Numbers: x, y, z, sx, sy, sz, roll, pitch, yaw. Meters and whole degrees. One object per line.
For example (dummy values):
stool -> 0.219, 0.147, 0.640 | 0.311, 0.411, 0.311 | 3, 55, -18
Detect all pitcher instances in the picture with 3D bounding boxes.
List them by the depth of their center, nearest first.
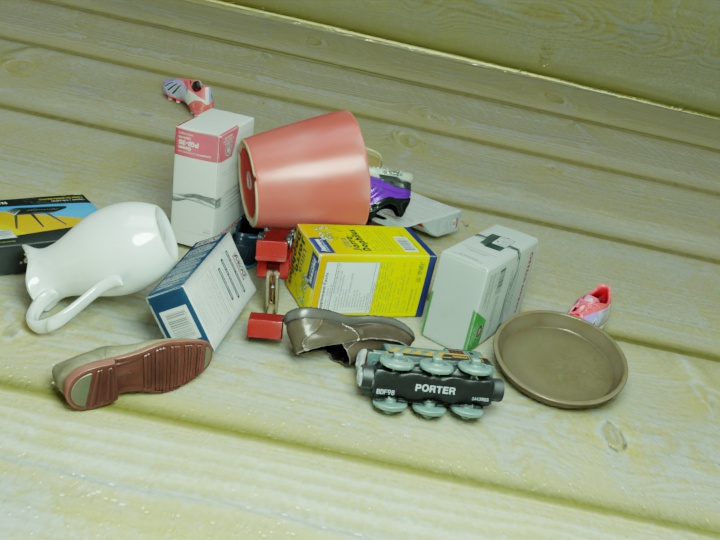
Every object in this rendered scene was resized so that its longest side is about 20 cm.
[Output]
pitcher -> -0.350, -0.001, 1.276 | 0.199, 0.121, 0.172 | -19, 43, 3

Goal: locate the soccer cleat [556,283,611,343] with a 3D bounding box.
soccer cleat -> 0.353, 0.079, 1.536 | 0.068, 0.073, 0.200 | 26, 28, 25

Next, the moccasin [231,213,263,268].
moccasin -> -0.168, -0.068, 1.599 | 0.080, 0.068, 0.200 | 13, 25, 0

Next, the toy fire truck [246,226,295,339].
toy fire truck -> -0.128, 0.015, 1.392 | 0.049, 0.142, 0.200 | 4, 9, -1

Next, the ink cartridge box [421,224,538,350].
ink cartridge box -> 0.189, 0.024, 1.488 | 0.083, 0.147, 0.200 | 24, 26, 26

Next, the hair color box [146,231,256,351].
hair color box -> -0.214, 0.032, 1.312 | 0.060, 0.100, 0.200 | -17, 18, 17

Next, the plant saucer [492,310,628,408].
plant saucer -> 0.290, 0.132, 1.400 | 0.199, 0.030, 0.200 | 5, 37, -4

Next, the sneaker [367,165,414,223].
sneaker -> -0.006, -0.134, 1.681 | 0.199, 0.100, 0.070 | 6, -5, -8

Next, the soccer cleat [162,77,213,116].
soccer cleat -> -0.400, -0.422, 2.235 | 0.067, 0.077, 0.200 | -6, 31, -36

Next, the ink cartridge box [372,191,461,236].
ink cartridge box -> 0.072, -0.100, 1.808 | 0.162, 0.050, 0.200 | 24, 30, 35

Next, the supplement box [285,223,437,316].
supplement box -> 0.000, 0.000, 1.487 | 0.199, 0.109, 0.110 | 1, 27, -25

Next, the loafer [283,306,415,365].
loafer -> -0.016, 0.101, 1.334 | 0.199, 0.071, 0.073 | 9, -21, -25

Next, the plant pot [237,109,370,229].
plant pot -> -0.096, -0.149, 1.528 | 0.177, 0.201, 0.201 | -8, 30, -16

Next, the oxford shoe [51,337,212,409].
oxford shoe -> -0.277, 0.109, 1.167 | 0.200, 0.071, 0.075 | -8, 26, -40

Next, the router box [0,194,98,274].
router box -> -0.482, -0.058, 1.440 | 0.200, 0.051, 0.149 | -10, 34, -41

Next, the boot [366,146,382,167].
boot -> -0.043, -0.205, 1.951 | 0.199, 0.073, 0.156 | 6, 25, -12

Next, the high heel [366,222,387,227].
high heel -> 0.031, -0.067, 1.662 | 0.067, 0.096, 0.200 | 11, 25, -4

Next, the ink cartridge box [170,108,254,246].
ink cartridge box -> -0.247, -0.151, 1.583 | 0.083, 0.201, 0.147 | 14, 24, 11

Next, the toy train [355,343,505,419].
toy train -> 0.089, 0.142, 1.271 | 0.199, 0.085, 0.114 | 6, 12, -10
